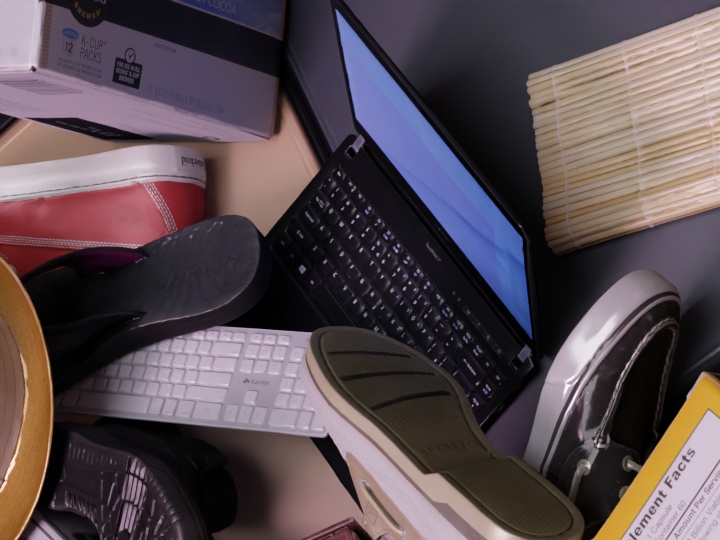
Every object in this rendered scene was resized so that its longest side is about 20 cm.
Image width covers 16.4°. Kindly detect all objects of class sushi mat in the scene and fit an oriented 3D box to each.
[{"bbox_3d":[0.169,-0.078,1.200,0.199,0.012,0.096,-18,72,33],"label":"sushi mat"}]

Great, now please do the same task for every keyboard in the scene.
[{"bbox_3d":[-0.093,0.054,1.298,0.199,0.011,0.056,3,57,32],"label":"keyboard"}]

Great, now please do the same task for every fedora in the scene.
[{"bbox_3d":[-0.246,0.075,1.292,0.200,0.082,0.202,-5,83,39],"label":"fedora"}]

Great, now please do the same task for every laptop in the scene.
[{"bbox_3d":[0.000,0.000,1.255,0.200,0.103,0.177,-49,58,20],"label":"laptop"}]

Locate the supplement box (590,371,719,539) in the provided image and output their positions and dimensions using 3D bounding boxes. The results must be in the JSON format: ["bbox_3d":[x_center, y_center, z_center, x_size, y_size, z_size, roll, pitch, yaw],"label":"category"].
[{"bbox_3d":[0.211,0.148,1.073,0.200,0.109,0.109,43,107,32],"label":"supplement box"}]

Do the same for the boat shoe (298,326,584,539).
[{"bbox_3d":[0.026,0.098,1.167,0.200,0.074,0.069,47,130,47],"label":"boat shoe"}]

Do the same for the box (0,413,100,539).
[{"bbox_3d":[-0.157,0.147,1.339,0.200,0.116,0.060,37,106,34],"label":"box"}]

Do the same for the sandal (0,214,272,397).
[{"bbox_3d":[-0.144,0.014,1.317,0.200,0.048,0.076,-23,51,16],"label":"sandal"}]

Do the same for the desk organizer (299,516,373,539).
[{"bbox_3d":[-0.069,0.204,1.195,0.199,0.072,0.077,-25,45,14],"label":"desk organizer"}]

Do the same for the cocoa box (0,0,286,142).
[{"bbox_3d":[-0.147,-0.150,1.327,0.133,0.200,0.132,2,83,36],"label":"cocoa box"}]

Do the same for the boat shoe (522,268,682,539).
[{"bbox_3d":[0.115,0.099,1.181,0.064,0.071,0.201,33,110,36],"label":"boat shoe"}]

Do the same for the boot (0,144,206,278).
[{"bbox_3d":[-0.173,0.014,1.404,0.199,0.072,0.145,-7,80,32],"label":"boot"}]

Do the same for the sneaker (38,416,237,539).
[{"bbox_3d":[-0.099,0.114,1.278,0.200,0.104,0.060,25,103,54],"label":"sneaker"}]
